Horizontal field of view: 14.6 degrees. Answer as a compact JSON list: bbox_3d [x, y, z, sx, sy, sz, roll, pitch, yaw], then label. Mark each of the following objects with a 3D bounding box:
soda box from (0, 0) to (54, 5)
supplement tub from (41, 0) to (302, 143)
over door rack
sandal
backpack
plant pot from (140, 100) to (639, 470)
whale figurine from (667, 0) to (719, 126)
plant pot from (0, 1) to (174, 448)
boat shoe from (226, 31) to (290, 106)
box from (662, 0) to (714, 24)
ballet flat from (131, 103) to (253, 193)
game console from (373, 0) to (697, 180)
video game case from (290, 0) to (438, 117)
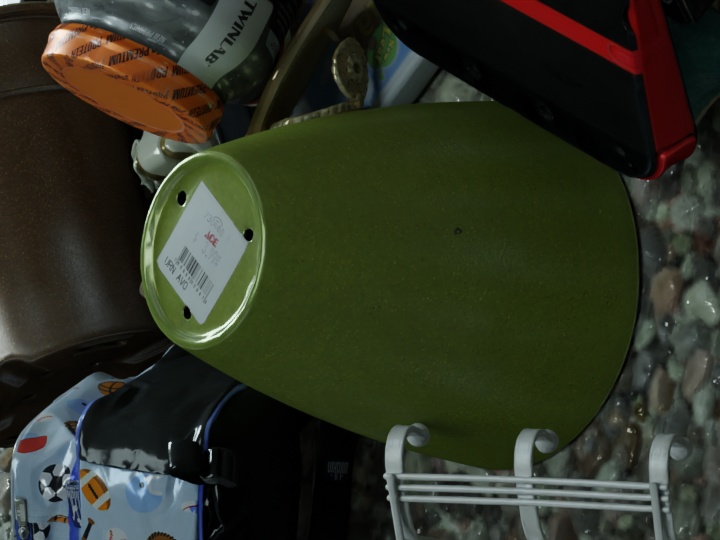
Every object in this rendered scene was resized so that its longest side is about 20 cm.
[{"bbox_3d":[-0.199,-0.215,1.707,0.071,0.063,0.201,-13,76,48],"label":"soda box"},{"bbox_3d":[-0.080,-0.175,1.453,0.122,0.122,0.200,10,71,48],"label":"supplement tub"},{"bbox_3d":[0.089,0.170,1.319,0.147,0.067,0.201,0,98,27],"label":"over door rack"},{"bbox_3d":[-0.031,-0.056,1.481,0.070,0.078,0.212,34,98,7],"label":"sandal"},{"bbox_3d":[-0.095,0.142,1.458,0.154,0.200,0.191,-1,104,21],"label":"backpack"},{"bbox_3d":[0.000,0.000,1.362,0.187,0.200,0.188,-7,81,47],"label":"plant pot"},{"bbox_3d":[0.110,-0.154,1.329,0.159,0.104,0.200,-44,58,35],"label":"whale figurine"},{"bbox_3d":[-0.199,-0.017,1.606,0.200,0.200,0.199,-37,68,39],"label":"plant pot"},{"bbox_3d":[-0.105,-0.152,1.563,0.200,0.062,0.071,47,117,45],"label":"boat shoe"},{"bbox_3d":[0.129,-0.236,1.268,0.200,0.048,0.193,35,80,29],"label":"box"},{"bbox_3d":[-0.088,-0.042,1.562,0.073,0.073,0.201,-33,62,41],"label":"ballet flat"},{"bbox_3d":[0.065,-0.136,1.278,0.200,0.031,0.177,33,154,36],"label":"game console"},{"bbox_3d":[-0.004,-0.171,1.518,0.200,0.022,0.182,-53,51,30],"label":"video game case"}]
